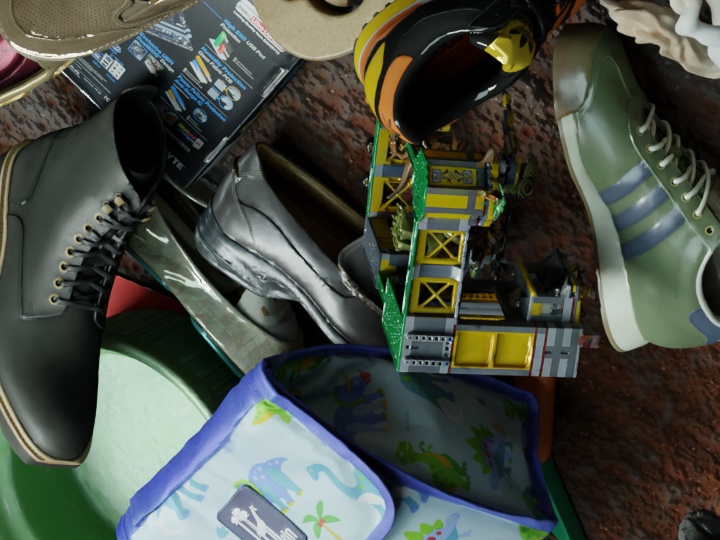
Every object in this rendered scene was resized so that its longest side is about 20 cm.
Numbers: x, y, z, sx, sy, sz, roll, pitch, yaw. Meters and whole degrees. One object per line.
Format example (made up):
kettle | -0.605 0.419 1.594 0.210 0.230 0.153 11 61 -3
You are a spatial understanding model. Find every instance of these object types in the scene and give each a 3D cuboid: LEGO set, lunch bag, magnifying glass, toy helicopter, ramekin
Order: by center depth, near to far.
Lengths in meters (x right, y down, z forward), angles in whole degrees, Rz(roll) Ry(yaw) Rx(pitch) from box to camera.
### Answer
toy helicopter | 0.025 -0.179 1.528 0.200 0.079 0.133 -34 82 29
LEGO set | 0.072 -0.029 1.560 0.115 0.200 0.155 2 106 -10
lunch bag | -0.015 0.130 1.643 0.199 0.128 0.170 21 131 -27
magnifying glass | 0.103 0.126 1.743 0.079 0.022 0.201 18 132 22
ramekin | -0.138 0.121 1.801 0.199 0.098 0.202 8 109 23

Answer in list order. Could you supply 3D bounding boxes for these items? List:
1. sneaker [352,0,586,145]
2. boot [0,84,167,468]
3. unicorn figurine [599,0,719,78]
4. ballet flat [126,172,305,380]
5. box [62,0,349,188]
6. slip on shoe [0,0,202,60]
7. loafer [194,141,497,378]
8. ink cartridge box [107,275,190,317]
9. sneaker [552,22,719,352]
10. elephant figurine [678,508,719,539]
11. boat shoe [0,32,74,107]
sneaker | 0.085 -0.137 1.464 0.200 0.090 0.070 -39 119 13
boot | -0.159 0.001 1.666 0.138 0.077 0.202 -27 66 46
unicorn figurine | 0.227 -0.128 1.440 0.199 0.074 0.137 7 152 50
ballet flat | -0.085 0.002 1.747 0.062 0.067 0.200 -42 97 22
box | -0.125 -0.165 1.661 0.200 0.046 0.159 44 135 -1
slip on shoe | -0.121 -0.161 1.528 0.199 0.061 0.077 -13 94 29
loafer | 0.000 0.000 1.682 0.199 0.073 0.073 28 125 2
ink cartridge box | -0.118 0.114 1.860 0.160 0.050 0.201 22 133 18
sneaker | 0.166 -0.044 1.549 0.089 0.067 0.201 1 124 26
elephant figurine | 0.276 0.159 1.587 0.199 0.142 0.155 -31 132 27
boat shoe | -0.178 -0.143 1.631 0.074 0.066 0.200 47 133 -3
